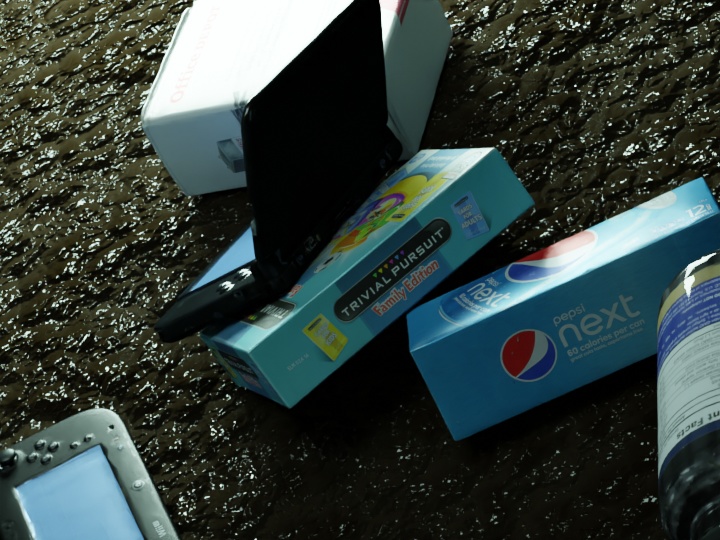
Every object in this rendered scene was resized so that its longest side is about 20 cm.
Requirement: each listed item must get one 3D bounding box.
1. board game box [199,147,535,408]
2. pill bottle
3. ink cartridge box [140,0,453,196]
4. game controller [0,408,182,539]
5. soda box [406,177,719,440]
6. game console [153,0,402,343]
[{"bbox_3d":[0.000,0.000,1.305,0.200,0.047,0.151,-39,12,-11],"label":"board game box"},{"bbox_3d":[0.209,0.091,1.061,0.111,0.112,0.201,-14,41,20],"label":"pill bottle"},{"bbox_3d":[-0.046,-0.143,1.515,0.199,0.085,0.146,-7,44,26],"label":"ink cartridge box"},{"bbox_3d":[-0.176,0.161,1.300,0.104,0.042,0.200,-33,38,-3],"label":"game controller"},{"bbox_3d":[0.130,0.023,1.214,0.199,0.068,0.064,-25,20,8],"label":"soda box"},{"bbox_3d":[-0.060,-0.069,1.345,0.175,0.117,0.200,-25,15,37],"label":"game console"}]
